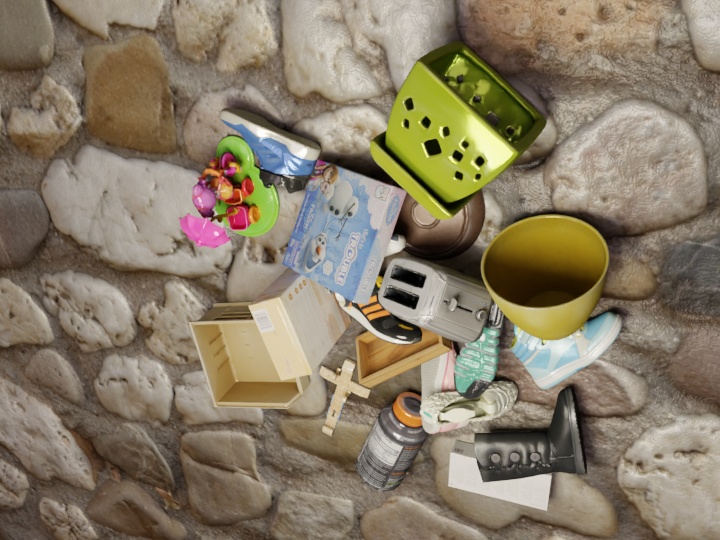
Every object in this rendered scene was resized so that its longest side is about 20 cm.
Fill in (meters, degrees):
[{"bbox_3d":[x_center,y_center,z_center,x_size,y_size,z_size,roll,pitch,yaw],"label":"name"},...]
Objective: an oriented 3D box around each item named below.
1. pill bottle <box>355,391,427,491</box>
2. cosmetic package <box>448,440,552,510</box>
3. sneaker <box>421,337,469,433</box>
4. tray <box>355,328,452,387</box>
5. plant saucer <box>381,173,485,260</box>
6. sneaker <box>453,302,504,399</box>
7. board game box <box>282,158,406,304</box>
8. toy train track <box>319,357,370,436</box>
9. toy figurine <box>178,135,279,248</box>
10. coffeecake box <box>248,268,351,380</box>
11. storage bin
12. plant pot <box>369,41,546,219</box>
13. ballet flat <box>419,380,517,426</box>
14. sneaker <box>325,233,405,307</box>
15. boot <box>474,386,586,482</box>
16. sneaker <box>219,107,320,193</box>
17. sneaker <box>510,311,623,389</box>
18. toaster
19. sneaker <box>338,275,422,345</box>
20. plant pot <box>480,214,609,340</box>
[{"bbox_3d":[0.070,0.338,1.492,0.105,0.106,0.202,29,121,8],"label":"pill bottle"},{"bbox_3d":[0.275,0.401,1.466,0.197,0.051,0.084,10,113,19],"label":"cosmetic package"},{"bbox_3d":[0.174,0.204,1.413,0.103,0.075,0.204,2,92,-22],"label":"sneaker"},{"bbox_3d":[0.078,0.137,1.401,0.199,0.100,0.037,-30,139,32],"label":"tray"},{"bbox_3d":[0.118,-0.105,1.308,0.197,0.035,0.203,9,116,19],"label":"plant saucer"},{"bbox_3d":[0.223,0.129,1.321,0.074,0.087,0.203,21,108,21],"label":"sneaker"},{"bbox_3d":[-0.033,-0.071,1.290,0.198,0.043,0.203,25,98,41],"label":"board game box"},{"bbox_3d":[-0.049,0.272,1.554,0.113,0.033,0.202,24,121,11],"label":"toy train track"},{"bbox_3d":[-0.258,-0.126,1.369,0.148,0.184,0.203,1,113,22],"label":"toy figurine"},{"bbox_3d":[-0.107,0.082,1.392,0.072,0.200,0.155,-14,107,27],"label":"coffeecake box"},{"bbox_3d":[-0.225,0.175,1.548,0.196,0.094,0.203,-3,112,24],"label":"storage bin"},{"bbox_3d":[0.142,-0.207,1.151,0.200,0.199,0.182,42,124,4],"label":"plant pot"},{"bbox_3d":[0.206,0.250,1.354,0.197,0.072,0.073,-9,116,-15],"label":"ballet flat"},{"bbox_3d":[0.000,0.000,1.328,0.197,0.079,0.132,-3,80,40],"label":"sneaker"},{"bbox_3d":[0.306,0.304,1.378,0.197,0.066,0.168,-8,95,21],"label":"boot"},{"bbox_3d":[-0.178,-0.211,1.357,0.198,0.077,0.112,25,112,3],"label":"sneaker"},{"bbox_3d":[0.341,0.109,1.286,0.130,0.080,0.200,44,121,-3],"label":"sneaker"},{"bbox_3d":[0.120,0.043,1.269,0.199,0.128,0.115,22,91,56],"label":"toaster"},{"bbox_3d":[0.038,0.061,1.367,0.199,0.069,0.091,31,117,39],"label":"sneaker"},{"bbox_3d":[0.305,0.030,1.217,0.197,0.202,0.143,1,138,22],"label":"plant pot"}]
